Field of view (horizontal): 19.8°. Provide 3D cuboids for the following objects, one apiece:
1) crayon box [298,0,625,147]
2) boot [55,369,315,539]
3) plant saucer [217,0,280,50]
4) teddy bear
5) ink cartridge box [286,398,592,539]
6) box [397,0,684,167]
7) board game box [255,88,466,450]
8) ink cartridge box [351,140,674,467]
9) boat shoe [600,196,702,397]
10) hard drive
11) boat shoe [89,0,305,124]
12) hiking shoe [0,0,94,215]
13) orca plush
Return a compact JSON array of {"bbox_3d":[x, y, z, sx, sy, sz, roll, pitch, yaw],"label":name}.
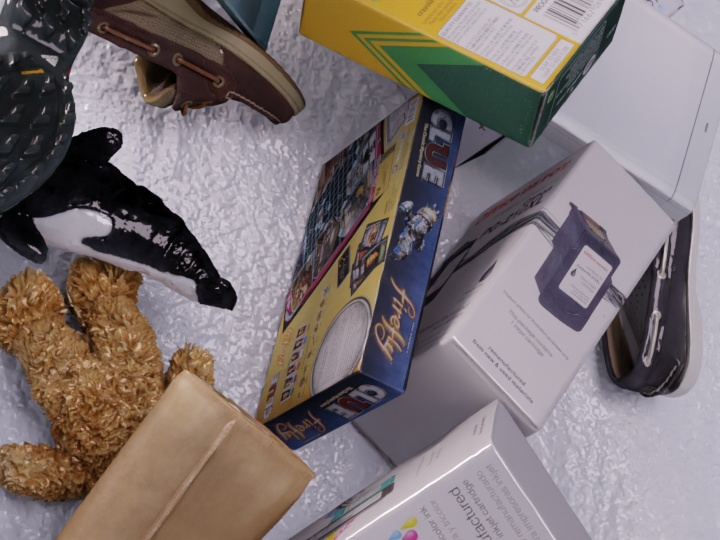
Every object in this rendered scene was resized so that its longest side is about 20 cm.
[{"bbox_3d":[0.051,-0.170,1.296,0.199,0.052,0.126,28,49,14],"label":"crayon box"},{"bbox_3d":[-0.150,0.134,1.125,0.175,0.066,0.200,40,90,-26],"label":"boot"},{"bbox_3d":[-0.069,-0.187,1.285,0.019,0.200,0.071,16,88,6],"label":"plant saucer"},{"bbox_3d":[-0.145,0.083,1.205,0.144,0.067,0.202,4,69,-29],"label":"teddy bear"},{"bbox_3d":[0.034,0.197,1.170,0.199,0.146,0.147,-34,92,8],"label":"ink cartridge box"},{"bbox_3d":[0.104,-0.203,1.460,0.200,0.097,0.177,-37,94,-37],"label":"box"},{"bbox_3d":[0.000,0.000,1.289,0.034,0.135,0.202,26,60,-21],"label":"board game box"},{"bbox_3d":[0.095,0.027,1.332,0.084,0.145,0.200,45,54,-9],"label":"ink cartridge box"},{"bbox_3d":[0.196,-0.010,1.462,0.060,0.074,0.202,7,76,-35],"label":"boat shoe"},{"bbox_3d":[0.157,-0.139,1.393,0.199,0.027,0.133,31,59,-17],"label":"hard drive"},{"bbox_3d":[-0.114,-0.135,1.301,0.072,0.072,0.200,-52,139,3],"label":"boat shoe"},{"bbox_3d":[-0.203,-0.089,1.164,0.074,0.087,0.201,33,42,-18],"label":"hiking shoe"},{"bbox_3d":[-0.154,-0.045,1.206,0.199,0.072,0.105,32,27,16],"label":"orca plush"}]
